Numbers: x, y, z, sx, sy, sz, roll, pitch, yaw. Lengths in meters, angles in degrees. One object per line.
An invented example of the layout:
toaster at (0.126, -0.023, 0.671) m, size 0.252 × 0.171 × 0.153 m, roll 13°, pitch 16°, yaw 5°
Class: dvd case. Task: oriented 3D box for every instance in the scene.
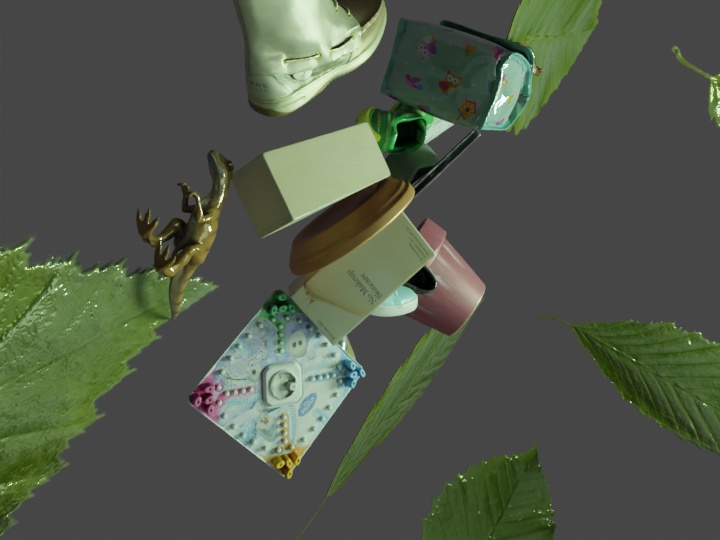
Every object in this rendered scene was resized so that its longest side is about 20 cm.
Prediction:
dvd case at (0.106, -0.143, 0.833) m, size 0.148 × 0.016 × 0.200 m, roll -43°, pitch -178°, yaw -2°

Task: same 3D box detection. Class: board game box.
board game box at (-0.112, 0.167, 0.774) m, size 0.200 × 0.026 × 0.201 m, roll 46°, pitch 72°, yaw -23°

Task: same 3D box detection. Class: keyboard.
keyboard at (0.168, -0.296, 1.008) m, size 0.200 × 0.011 × 0.057 m, roll -41°, pitch 153°, yaw -41°

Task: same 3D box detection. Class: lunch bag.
lunch bag at (0.151, -0.280, 0.763) m, size 0.199 × 0.169 × 0.124 m, roll -27°, pitch 140°, yaw -55°

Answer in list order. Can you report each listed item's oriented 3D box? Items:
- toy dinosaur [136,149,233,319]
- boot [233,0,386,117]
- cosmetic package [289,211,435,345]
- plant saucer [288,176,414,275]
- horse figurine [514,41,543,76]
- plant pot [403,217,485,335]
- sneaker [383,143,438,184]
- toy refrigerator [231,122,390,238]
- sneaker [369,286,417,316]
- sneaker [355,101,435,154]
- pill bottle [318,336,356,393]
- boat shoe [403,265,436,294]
toy dinosaur at (-0.173, -0.018, 0.530) m, size 0.203 × 0.060 × 0.106 m, roll -64°, pitch 160°, yaw 12°
boot at (-0.042, -0.260, 0.493) m, size 0.200 × 0.071 × 0.156 m, roll -48°, pitch 154°, yaw -26°
cosmetic package at (0.000, 0.000, 0.779) m, size 0.200 × 0.104 × 0.073 m, roll -43°, pitch -166°, yaw 1°
plant saucer at (-0.019, -0.067, 0.713) m, size 0.198 × 0.038 × 0.201 m, roll -32°, pitch -165°, yaw 9°
horse figurine at (0.307, -0.416, 1.095) m, size 0.199 × 0.050 × 0.134 m, roll -36°, pitch 133°, yaw -31°
plant pot at (0.144, 0.026, 1.071) m, size 0.201 × 0.178 × 0.200 m, roll -54°, pitch 180°, yaw -1°
sneaker at (0.054, -0.152, 0.885) m, size 0.115 × 0.073 × 0.200 m, roll -51°, pitch 174°, yaw 39°
toy refrigerator at (-0.053, -0.112, 0.632) m, size 0.069 × 0.077 × 0.199 m, roll -21°, pitch -171°, yaw 41°
sneaker at (0.011, 0.018, 0.853) m, size 0.196 × 0.074 × 0.083 m, roll 9°, pitch 115°, yaw -21°
sneaker at (0.066, -0.207, 0.788) m, size 0.199 × 0.083 × 0.075 m, roll -35°, pitch 148°, yaw -49°
pill bottle at (-0.067, 0.158, 0.933) m, size 0.115 × 0.113 × 0.201 m, roll -51°, pitch 158°, yaw -18°
boat shoe at (0.054, -0.019, 0.892) m, size 0.200 × 0.066 × 0.071 m, roll 41°, pitch 73°, yaw -27°
